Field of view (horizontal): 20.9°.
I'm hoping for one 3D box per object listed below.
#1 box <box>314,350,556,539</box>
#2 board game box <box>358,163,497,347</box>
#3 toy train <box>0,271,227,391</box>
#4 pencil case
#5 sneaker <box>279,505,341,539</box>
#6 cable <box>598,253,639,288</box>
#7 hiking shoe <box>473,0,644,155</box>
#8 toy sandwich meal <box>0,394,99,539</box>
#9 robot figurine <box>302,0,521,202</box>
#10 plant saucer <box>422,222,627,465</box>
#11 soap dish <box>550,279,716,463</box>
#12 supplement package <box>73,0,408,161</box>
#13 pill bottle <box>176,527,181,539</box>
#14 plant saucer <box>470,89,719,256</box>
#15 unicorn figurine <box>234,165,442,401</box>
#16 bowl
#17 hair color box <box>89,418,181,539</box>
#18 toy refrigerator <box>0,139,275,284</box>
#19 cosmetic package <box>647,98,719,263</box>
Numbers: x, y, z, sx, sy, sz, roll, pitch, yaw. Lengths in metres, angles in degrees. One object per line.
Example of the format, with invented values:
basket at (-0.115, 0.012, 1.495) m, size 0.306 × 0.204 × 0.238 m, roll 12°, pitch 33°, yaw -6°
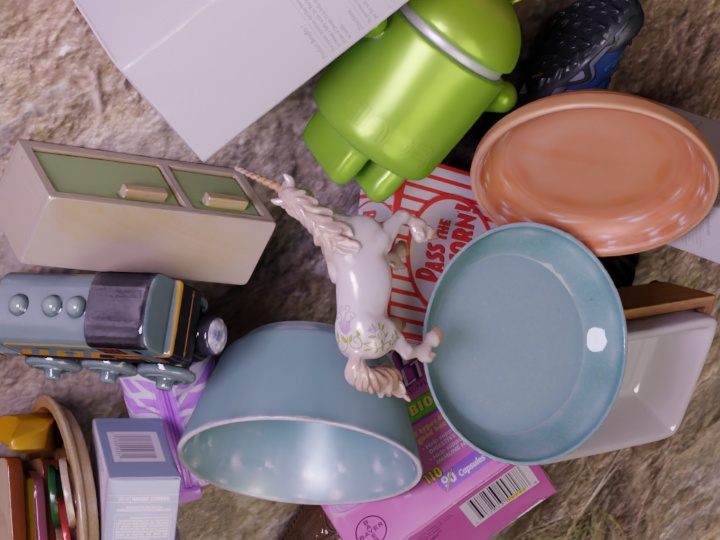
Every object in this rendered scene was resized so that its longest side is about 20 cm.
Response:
box at (0.040, 0.155, 1.722) m, size 0.176 × 0.200 × 0.097 m, roll -35°, pitch 145°, yaw 1°
board game box at (0.081, -0.006, 1.660) m, size 0.200 × 0.046 × 0.152 m, roll 12°, pitch 80°, yaw -40°
toy train at (-0.203, 0.038, 1.489) m, size 0.114 × 0.200 × 0.085 m, roll 35°, pitch 62°, yaw -60°
pencil case at (-0.158, 0.099, 1.633) m, size 0.084 × 0.086 × 0.200 m, roll -16°, pitch 137°, yaw -5°
sneaker at (-0.008, 0.263, 1.893) m, size 0.112 × 0.071 × 0.200 m, roll 12°, pitch 128°, yaw -35°
cable at (0.175, 0.033, 1.816) m, size 0.200 × 0.051 × 0.163 m, roll -5°, pitch 130°, yaw -29°
hiking shoe at (0.178, -0.150, 1.629) m, size 0.087 × 0.074 × 0.200 m, roll 19°, pitch 127°, yaw -30°
toy sandwich meal at (-0.267, 0.194, 1.580) m, size 0.070 × 0.205 × 0.205 m, roll -4°, pitch 130°, yaw -22°
robot figurine at (0.044, -0.152, 1.511) m, size 0.175 × 0.116 × 0.200 m, roll 24°, pitch 112°, yaw -38°
plant saucer at (0.130, 0.061, 1.624) m, size 0.200 × 0.036 × 0.200 m, roll 1°, pitch 87°, yaw -27°
soap dish at (0.222, 0.090, 1.808) m, size 0.200 × 0.081 × 0.158 m, roll -7°, pitch 127°, yaw -32°
supplement package at (-0.084, -0.198, 1.384) m, size 0.200 × 0.117 × 0.117 m, roll -38°, pitch 139°, yaw 2°
pill bottle at (-0.259, 0.276, 1.711) m, size 0.200 × 0.113 × 0.113 m, roll -48°, pitch 137°, yaw 13°
plant saucer at (0.190, -0.083, 1.587) m, size 0.200 × 0.038 × 0.200 m, roll 5°, pitch 145°, yaw 4°
unicorn figurine at (0.000, 0.000, 1.515) m, size 0.074 × 0.200 × 0.137 m, roll -27°, pitch 162°, yaw 37°
bowl at (-0.046, 0.111, 1.600) m, size 0.200 × 0.105 × 0.201 m, roll 3°, pitch 154°, yaw 2°
hair color box at (-0.190, 0.230, 1.583) m, size 0.061 × 0.099 × 0.200 m, roll 1°, pitch 114°, yaw -16°
toy refrigerator at (-0.171, -0.045, 1.500) m, size 0.200 × 0.076 × 0.070 m, roll 7°, pitch 124°, yaw -36°
cosmetic package at (0.297, -0.070, 1.673) m, size 0.102 × 0.200 × 0.074 m, roll -47°, pitch 146°, yaw -31°
